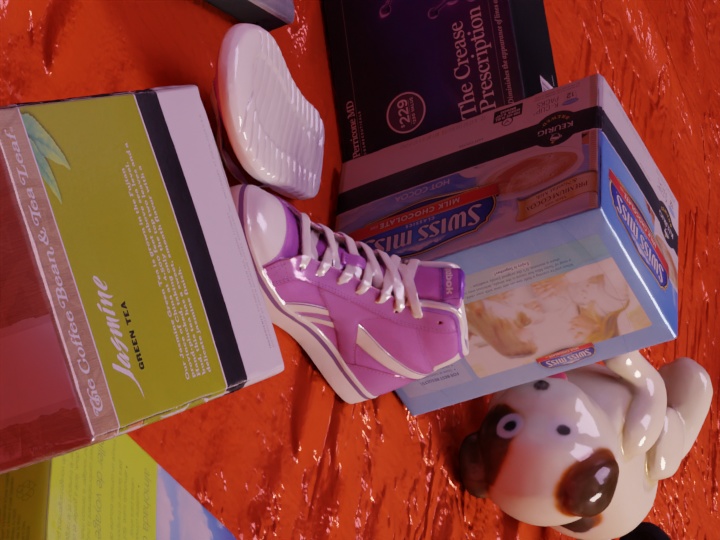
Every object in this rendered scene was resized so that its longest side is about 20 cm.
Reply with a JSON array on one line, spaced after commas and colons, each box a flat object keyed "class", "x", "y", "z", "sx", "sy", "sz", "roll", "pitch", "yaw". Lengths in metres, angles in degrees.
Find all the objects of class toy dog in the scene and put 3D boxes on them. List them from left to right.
[{"class": "toy dog", "x": 0.142, "y": 0.125, "z": 1.908, "sx": 0.200, "sy": 0.139, "sz": 0.195, "roll": 7, "pitch": 103, "yaw": -69}]

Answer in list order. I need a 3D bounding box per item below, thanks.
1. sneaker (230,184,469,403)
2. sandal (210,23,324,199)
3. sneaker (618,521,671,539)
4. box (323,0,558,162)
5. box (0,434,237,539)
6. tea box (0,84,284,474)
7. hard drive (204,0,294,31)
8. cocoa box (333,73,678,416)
[{"class": "sneaker", "x": 0.000, "y": 0.000, "z": 1.651, "sx": 0.200, "sy": 0.114, "sz": 0.073, "roll": 46, "pitch": 34, "yaw": -46}, {"class": "sandal", "x": -0.067, "y": -0.087, "z": 1.653, "sx": 0.203, "sy": 0.049, "sz": 0.083, "roll": 54, "pitch": 39, "yaw": -67}, {"class": "sneaker", "x": 0.208, "y": 0.264, "z": 2.022, "sx": 0.104, "sy": 0.060, "sz": 0.201, "roll": 52, "pitch": 32, "yaw": -51}, {"class": "box", "x": 0.054, "y": -0.165, "z": 1.878, "sx": 0.079, "sy": 0.141, "sz": 0.201, "roll": 33, "pitch": 43, "yaw": -55}, {"class": "box", "x": -0.117, "y": 0.151, "z": 1.329, "sx": 0.200, "sy": 0.047, "sz": 0.122, "roll": 49, "pitch": 32, "yaw": -46}, {"class": "tea box", "x": -0.168, "y": 0.019, "z": 1.099, "sx": 0.197, "sy": 0.199, "sz": 0.134, "roll": -15, "pitch": 88, "yaw": -68}, {"class": "hard drive", "x": -0.110, "y": -0.240, "z": 1.683, "sx": 0.200, "sy": 0.033, "sz": 0.140, "roll": 23, "pitch": 53, "yaw": -63}, {"class": "cocoa box", "x": 0.096, "y": -0.014, "z": 1.775, "sx": 0.134, "sy": 0.199, "sz": 0.132, "roll": 55, "pitch": 27, "yaw": -36}]
